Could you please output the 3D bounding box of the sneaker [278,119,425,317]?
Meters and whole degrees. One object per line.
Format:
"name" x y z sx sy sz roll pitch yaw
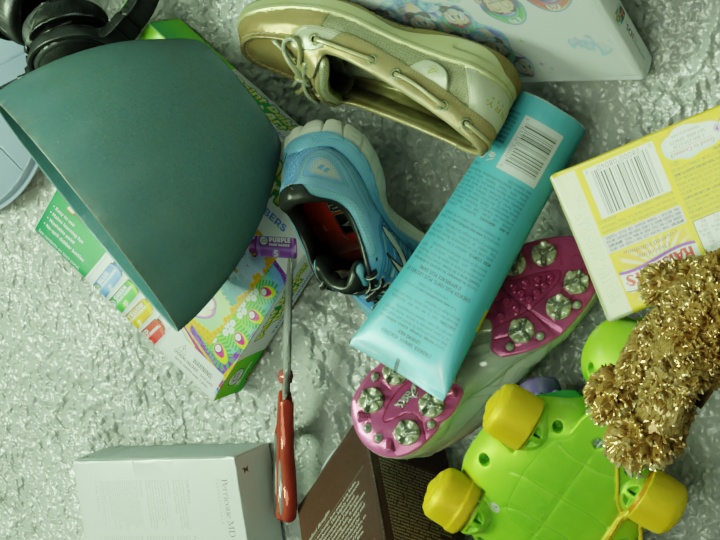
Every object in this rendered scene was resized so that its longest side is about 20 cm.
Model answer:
"sneaker" 0.000 0.000 1.574 0.078 0.090 0.200 -21 117 31

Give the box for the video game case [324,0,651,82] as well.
"video game case" 0.063 -0.180 1.491 0.200 0.182 0.024 1 57 32

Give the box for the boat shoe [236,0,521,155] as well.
"boat shoe" 0.003 -0.126 1.532 0.201 0.073 0.063 18 66 18

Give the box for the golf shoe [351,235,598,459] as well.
"golf shoe" 0.083 0.053 1.565 0.200 0.092 0.075 -38 67 2

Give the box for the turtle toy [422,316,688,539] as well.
"turtle toy" 0.142 0.119 1.530 0.146 0.101 0.200 32 114 -3

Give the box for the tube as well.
"tube" 0.074 -0.019 1.522 0.077 0.050 0.200 29 86 32

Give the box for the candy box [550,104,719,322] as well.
"candy box" 0.227 -0.050 1.465 0.200 0.026 0.102 -22 90 21

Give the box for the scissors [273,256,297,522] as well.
"scissors" -0.055 0.085 1.672 0.014 0.073 0.200 -2 99 -6

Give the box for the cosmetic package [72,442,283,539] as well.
"cosmetic package" -0.127 0.230 1.751 0.151 0.052 0.200 -3 99 34

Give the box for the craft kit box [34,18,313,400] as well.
"craft kit box" -0.118 -0.044 1.694 0.200 0.049 0.198 42 115 18

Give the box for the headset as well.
"headset" -0.232 -0.182 1.674 0.200 0.094 0.124 -47 57 2

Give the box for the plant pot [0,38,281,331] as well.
"plant pot" -0.134 -0.079 1.579 0.135 0.200 0.200 -39 76 -7

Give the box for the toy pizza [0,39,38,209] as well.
"toy pizza" -0.310 -0.139 1.799 0.200 0.032 0.200 8 105 31

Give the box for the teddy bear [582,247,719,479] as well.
"teddy bear" 0.205 0.033 1.406 0.067 0.145 0.200 35 125 -21

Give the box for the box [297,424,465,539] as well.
"box" 0.017 0.199 1.573 0.075 0.200 0.100 21 120 -22
